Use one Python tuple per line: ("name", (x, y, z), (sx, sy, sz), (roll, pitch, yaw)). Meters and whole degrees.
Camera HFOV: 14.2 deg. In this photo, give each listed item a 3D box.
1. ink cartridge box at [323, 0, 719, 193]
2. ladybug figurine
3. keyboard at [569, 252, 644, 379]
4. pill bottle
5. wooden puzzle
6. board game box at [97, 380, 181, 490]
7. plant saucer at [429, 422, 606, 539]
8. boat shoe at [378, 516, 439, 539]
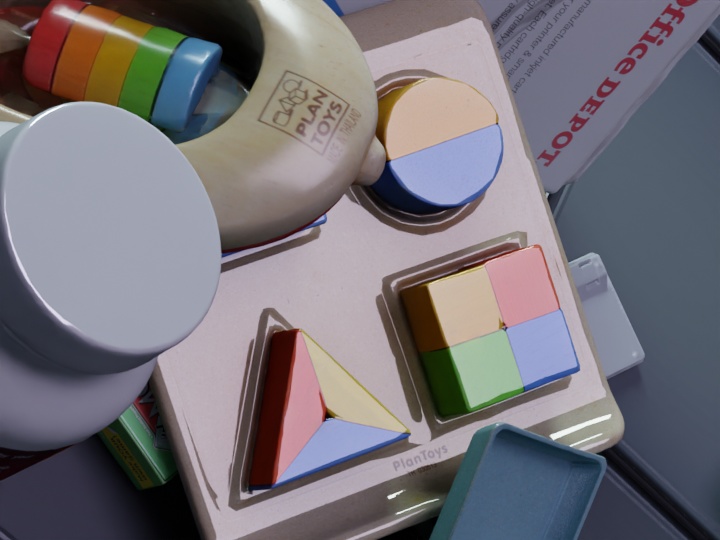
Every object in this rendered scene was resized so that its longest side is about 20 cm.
("ink cartridge box", (0.040, -0.131, 1.228), (0.200, 0.145, 0.084), (17, 36, -35))
("ladybug figurine", (-0.086, -0.064, 1.057), (0.200, 0.072, 0.136), (22, 60, 11))
("keyboard", (0.055, 0.043, 1.272), (0.200, 0.011, 0.056), (-22, 92, -44))
("pill bottle", (-0.139, 0.018, 0.975), (0.113, 0.200, 0.113), (18, 61, -35))
("wooden puzzle", (0.000, 0.000, 1.124), (0.185, 0.046, 0.200), (-19, 87, -23))
("board game box", (-0.092, -0.033, 1.137), (0.135, 0.029, 0.200), (-38, 99, -27))
("plant saucer", (0.032, 0.156, 1.119), (0.070, 0.019, 0.200), (21, 93, -44))
("boat shoe", (-0.026, 0.136, 1.122), (0.201, 0.063, 0.074), (-24, 91, -43))
